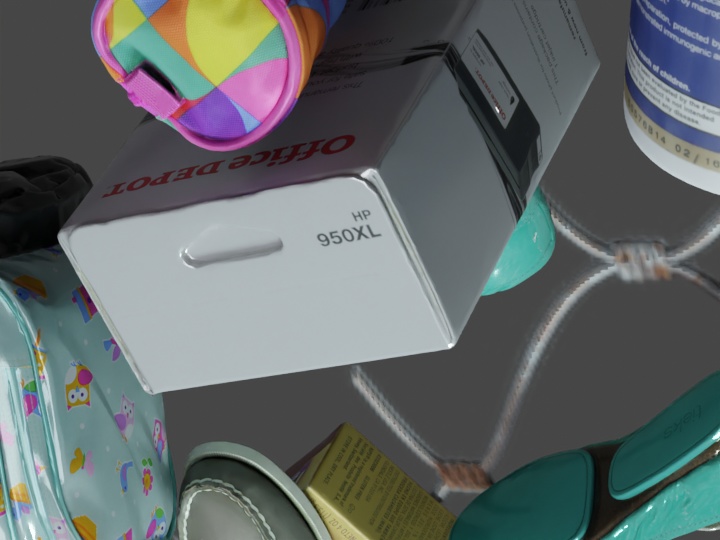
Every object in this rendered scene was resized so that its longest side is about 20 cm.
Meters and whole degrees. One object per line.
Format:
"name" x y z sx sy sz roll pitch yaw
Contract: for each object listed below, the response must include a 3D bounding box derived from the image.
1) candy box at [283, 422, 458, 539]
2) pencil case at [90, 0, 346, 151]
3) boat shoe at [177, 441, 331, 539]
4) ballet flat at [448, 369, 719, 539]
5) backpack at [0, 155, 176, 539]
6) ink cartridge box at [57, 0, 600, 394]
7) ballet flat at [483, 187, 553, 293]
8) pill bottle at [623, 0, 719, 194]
"candy box" 0.024 0.180 1.278 0.200 0.057 0.117 43 130 -9
"pencil case" -0.037 -0.124 0.982 0.088 0.200 0.089 7 122 11
"boat shoe" -0.046 0.174 1.229 0.072 0.060 0.202 0 124 25
"ballet flat" 0.126 0.109 1.174 0.070 0.067 0.200 35 135 -24
"backpack" -0.161 0.056 1.161 0.126 0.167 0.201 -6 98 28
"ink cartridge box" -0.008 -0.049 1.018 0.144 0.200 0.084 -11 120 31
"ballet flat" 0.000 0.000 1.137 0.200 0.067 0.070 -14 135 35
"pill bottle" 0.157 -0.134 0.938 0.111 0.111 0.200 13 130 15
